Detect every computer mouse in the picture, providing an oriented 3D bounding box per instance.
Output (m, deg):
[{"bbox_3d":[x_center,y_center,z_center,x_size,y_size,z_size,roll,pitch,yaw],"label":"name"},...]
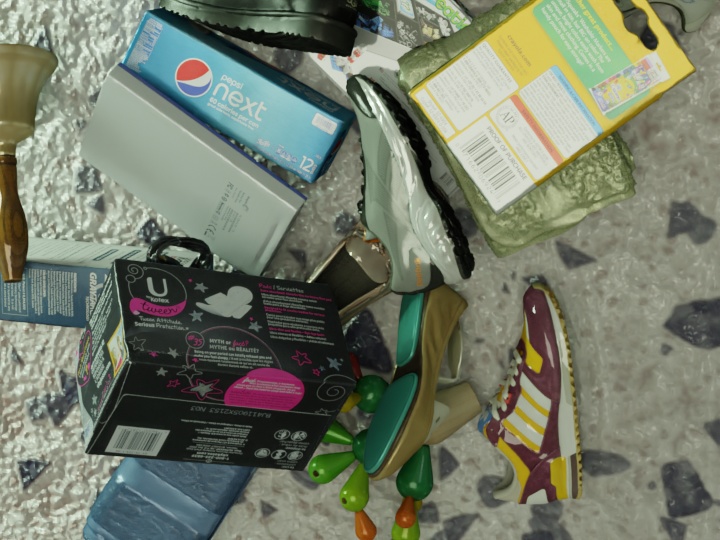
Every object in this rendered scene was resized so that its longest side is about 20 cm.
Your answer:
[{"bbox_3d":[-0.131,0.013,1.577,0.034,0.200,0.059,35,86,35],"label":"computer mouse"}]

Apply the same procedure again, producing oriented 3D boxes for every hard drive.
[{"bbox_3d":[-0.151,-0.084,1.592,0.200,0.025,0.132,36,145,1],"label":"hard drive"}]

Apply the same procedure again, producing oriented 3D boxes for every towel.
[{"bbox_3d":[0.133,-0.123,1.528,0.148,0.036,0.200,-28,96,13],"label":"towel"},{"bbox_3d":[-0.170,0.197,1.682,0.111,0.049,0.200,34,106,2],"label":"towel"}]

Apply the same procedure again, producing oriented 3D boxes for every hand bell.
[{"bbox_3d":[-0.312,-0.088,1.586,0.104,0.104,0.201,-7,80,12],"label":"hand bell"}]

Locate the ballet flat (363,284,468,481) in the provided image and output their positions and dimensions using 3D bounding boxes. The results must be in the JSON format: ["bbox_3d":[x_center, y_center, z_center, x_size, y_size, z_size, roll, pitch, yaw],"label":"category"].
[{"bbox_3d":[0.056,0.097,1.563,0.063,0.201,0.069,26,152,-21],"label":"ballet flat"}]

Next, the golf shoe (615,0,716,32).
[{"bbox_3d":[0.206,-0.255,1.504,0.199,0.078,0.098,16,110,8],"label":"golf shoe"}]

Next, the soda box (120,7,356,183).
[{"bbox_3d":[-0.108,-0.156,1.584,0.200,0.068,0.064,30,105,3],"label":"soda box"}]

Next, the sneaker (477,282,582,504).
[{"bbox_3d":[0.145,0.112,1.591,0.090,0.075,0.201,-7,100,6],"label":"sneaker"}]

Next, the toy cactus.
[{"bbox_3d":[0.030,0.152,1.625,0.165,0.102,0.201,-26,94,-4],"label":"toy cactus"}]

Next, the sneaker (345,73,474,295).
[{"bbox_3d":[0.024,-0.073,1.519,0.079,0.074,0.201,-24,78,15],"label":"sneaker"}]

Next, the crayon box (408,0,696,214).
[{"bbox_3d":[0.156,-0.155,1.474,0.200,0.052,0.126,-35,95,11],"label":"crayon box"}]

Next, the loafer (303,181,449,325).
[{"bbox_3d":[0.000,0.000,1.586,0.072,0.063,0.200,48,115,3],"label":"loafer"}]

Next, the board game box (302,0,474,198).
[{"bbox_3d":[0.051,-0.178,1.567,0.200,0.035,0.126,45,105,-2],"label":"board game box"}]

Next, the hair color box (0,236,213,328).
[{"bbox_3d":[-0.242,0.013,1.623,0.199,0.100,0.061,5,103,14],"label":"hair color box"}]

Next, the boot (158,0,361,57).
[{"bbox_3d":[-0.067,-0.273,1.542,0.211,0.079,0.158,13,88,30],"label":"boot"}]

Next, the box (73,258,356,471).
[{"bbox_3d":[-0.125,0.081,1.511,0.199,0.115,0.132,8,136,-24],"label":"box"}]
